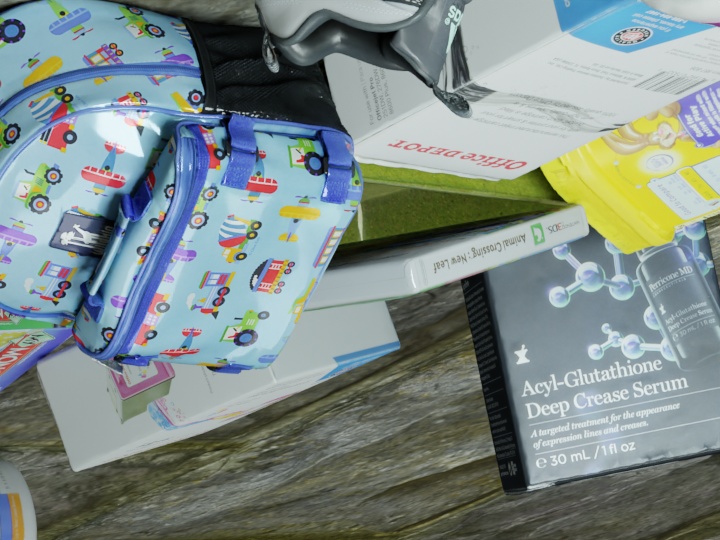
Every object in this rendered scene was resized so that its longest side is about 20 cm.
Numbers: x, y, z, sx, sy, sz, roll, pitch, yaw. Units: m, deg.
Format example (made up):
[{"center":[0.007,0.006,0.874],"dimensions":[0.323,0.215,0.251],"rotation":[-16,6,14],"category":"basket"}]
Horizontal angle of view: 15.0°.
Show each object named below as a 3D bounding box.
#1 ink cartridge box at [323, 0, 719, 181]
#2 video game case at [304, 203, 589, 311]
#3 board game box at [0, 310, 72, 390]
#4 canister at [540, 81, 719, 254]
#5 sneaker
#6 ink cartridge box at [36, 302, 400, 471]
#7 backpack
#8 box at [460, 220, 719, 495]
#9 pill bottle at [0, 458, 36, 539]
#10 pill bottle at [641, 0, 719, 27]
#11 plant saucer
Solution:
[{"center":[0.098,-0.124,1.407],"dimensions":[0.200,0.084,0.144],"rotation":[-26,159,37],"category":"ink cartridge box"},{"center":[0.000,0.000,1.536],"dimensions":[0.200,0.022,0.182],"rotation":[-10,-175,36],"category":"video game case"},{"center":[-0.291,0.061,1.849],"dimensions":[0.134,0.029,0.200],"rotation":[-1,160,-32],"category":"board game box"},{"center":[0.213,-0.096,1.560],"dimensions":[0.200,0.087,0.149],"rotation":[-21,147,23],"category":"canister"},{"center":[0.045,-0.137,1.219],"dimensions":[0.200,0.140,0.078],"rotation":[-15,164,10],"category":"sneaker"},{"center":[-0.097,0.057,1.838],"dimensions":[0.200,0.085,0.144],"rotation":[-23,174,37],"category":"ink cartridge box"},{"center":[-0.123,-0.043,1.383],"dimensions":[0.200,0.135,0.183],"rotation":[9,128,-33],"category":"backpack"},{"center":[0.150,0.032,1.744],"dimensions":[0.148,0.200,0.107],"rotation":[-11,175,-6],"category":"box"},{"center":[-0.366,0.208,2.144],"dimensions":[0.200,0.112,0.112],"rotation":[-1,160,-33],"category":"pill bottle"},{"center":[0.216,-0.164,1.310],"dimensions":[0.112,0.112,0.200],"rotation":[-26,160,39],"category":"pill bottle"},{"center":[-0.003,-0.049,1.609],"dimensions":[0.200,0.048,0.200],"rotation":[5,166,-43],"category":"plant saucer"}]
